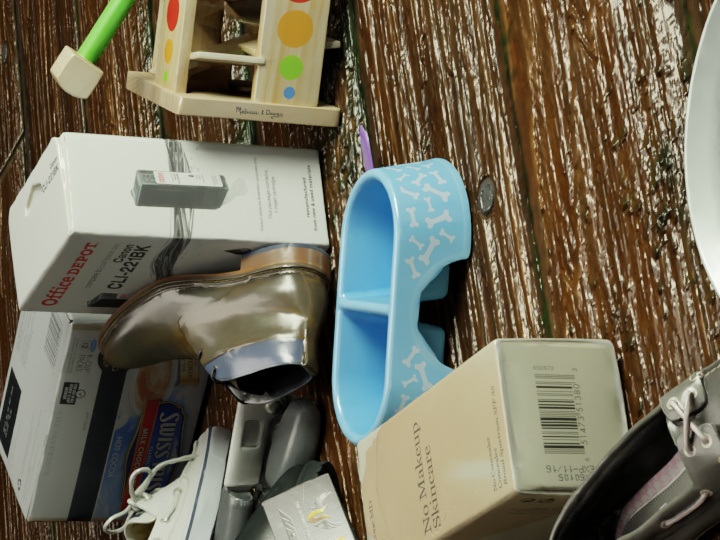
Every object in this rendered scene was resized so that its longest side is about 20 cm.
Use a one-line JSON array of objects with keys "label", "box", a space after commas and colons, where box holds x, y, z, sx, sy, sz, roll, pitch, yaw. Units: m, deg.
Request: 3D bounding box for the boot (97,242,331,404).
[{"label": "boot", "box": [-0.110, 0.055, 1.739, 0.200, 0.075, 0.097, -23, 50, 27]}]

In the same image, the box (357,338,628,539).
[{"label": "box", "box": [0.075, 0.114, 1.406, 0.200, 0.078, 0.095, 136, 131, -58]}]

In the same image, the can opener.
[{"label": "can opener", "box": [-0.077, 0.180, 1.779, 0.066, 0.053, 0.200, -131, 49, -57]}]

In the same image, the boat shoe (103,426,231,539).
[{"label": "boat shoe", "box": [-0.151, 0.191, 1.832, 0.202, 0.086, 0.075, -78, -3, -46]}]

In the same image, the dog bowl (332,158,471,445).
[{"label": "dog bowl", "box": [0.023, 0.025, 1.573, 0.111, 0.050, 0.200, -174, 87, -66]}]

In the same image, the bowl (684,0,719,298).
[{"label": "bowl", "box": [0.231, -0.062, 1.056, 0.201, 0.090, 0.201, -177, 90, -67]}]

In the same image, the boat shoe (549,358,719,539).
[{"label": "boat shoe", "box": [0.160, 0.103, 1.238, 0.200, 0.057, 0.067, 121, 144, -47]}]

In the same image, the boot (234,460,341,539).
[{"label": "boot", "box": [-0.108, 0.210, 1.648, 0.198, 0.162, 0.073, -74, -26, -42]}]

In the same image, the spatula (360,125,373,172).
[{"label": "spatula", "box": [0.000, 0.000, 1.658, 0.057, 0.021, 0.200, -114, 30, -75]}]

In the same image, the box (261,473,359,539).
[{"label": "box", "box": [0.008, 0.247, 1.482, 0.200, 0.048, 0.158, -114, 1, -46]}]

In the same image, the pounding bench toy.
[{"label": "pounding bench toy", "box": [-0.119, -0.196, 1.739, 0.124, 0.200, 0.156, -149, 64, -64]}]

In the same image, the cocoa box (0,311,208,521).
[{"label": "cocoa box", "box": [-0.211, 0.093, 1.999, 0.133, 0.131, 0.200, -123, 42, -53]}]

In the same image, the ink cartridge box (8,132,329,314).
[{"label": "ink cartridge box", "box": [-0.143, -0.030, 1.773, 0.144, 0.200, 0.084, 133, 135, -56]}]
